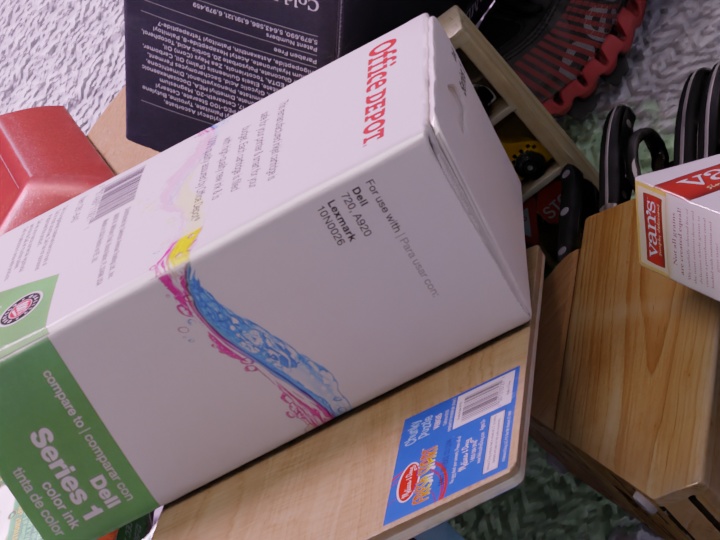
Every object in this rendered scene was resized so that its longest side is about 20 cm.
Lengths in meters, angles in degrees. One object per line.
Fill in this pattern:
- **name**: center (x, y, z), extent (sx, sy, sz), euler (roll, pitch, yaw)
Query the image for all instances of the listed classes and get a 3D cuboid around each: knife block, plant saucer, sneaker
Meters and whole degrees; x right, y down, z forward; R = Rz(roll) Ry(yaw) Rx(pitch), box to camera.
- **knife block**: center (0.134, 0.006, 1.022), extent (0.176, 0.064, 0.200), euler (-49, 31, -4)
- **plant saucer**: center (-0.198, 0.013, 1.367), extent (0.200, 0.037, 0.200), euler (-58, 19, 5)
- **sneaker**: center (0.094, -0.145, 1.216), extent (0.201, 0.098, 0.071), euler (-53, 33, -9)

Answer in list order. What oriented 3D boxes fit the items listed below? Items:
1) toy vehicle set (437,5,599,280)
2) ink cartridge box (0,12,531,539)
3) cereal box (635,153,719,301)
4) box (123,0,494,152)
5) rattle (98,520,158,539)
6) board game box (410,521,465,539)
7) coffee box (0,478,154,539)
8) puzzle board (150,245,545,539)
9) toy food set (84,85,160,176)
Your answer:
- **toy vehicle set**: center (0.000, 0.000, 1.131), extent (0.200, 0.124, 0.027), euler (-37, 24, 15)
- **ink cartridge box**: center (-0.041, 0.002, 1.031), extent (0.199, 0.084, 0.145), euler (-27, 19, 11)
- **cereal box**: center (0.201, -0.009, 0.911), extent (0.143, 0.040, 0.200), euler (-15, 22, -24)
- **box**: center (-0.011, -0.163, 1.172), extent (0.104, 0.183, 0.200), euler (18, 42, 18)
- **rattle**: center (-0.130, 0.187, 1.103), extent (0.143, 0.130, 0.201), euler (104, 167, -56)
- **board game box**: center (-0.021, 0.184, 0.962), extent (0.103, 0.105, 0.201), euler (-19, 39, 36)
- **coffee box**: center (-0.177, 0.141, 1.212), extent (0.199, 0.044, 0.123), euler (-27, 35, 26)
- **puzzle board**: center (-0.004, 0.063, 0.968), extent (0.150, 0.017, 0.200), euler (-26, 17, 15)
- **toy food set**: center (-0.110, -0.021, 1.324), extent (0.198, 0.049, 0.201), euler (-41, 27, 43)
